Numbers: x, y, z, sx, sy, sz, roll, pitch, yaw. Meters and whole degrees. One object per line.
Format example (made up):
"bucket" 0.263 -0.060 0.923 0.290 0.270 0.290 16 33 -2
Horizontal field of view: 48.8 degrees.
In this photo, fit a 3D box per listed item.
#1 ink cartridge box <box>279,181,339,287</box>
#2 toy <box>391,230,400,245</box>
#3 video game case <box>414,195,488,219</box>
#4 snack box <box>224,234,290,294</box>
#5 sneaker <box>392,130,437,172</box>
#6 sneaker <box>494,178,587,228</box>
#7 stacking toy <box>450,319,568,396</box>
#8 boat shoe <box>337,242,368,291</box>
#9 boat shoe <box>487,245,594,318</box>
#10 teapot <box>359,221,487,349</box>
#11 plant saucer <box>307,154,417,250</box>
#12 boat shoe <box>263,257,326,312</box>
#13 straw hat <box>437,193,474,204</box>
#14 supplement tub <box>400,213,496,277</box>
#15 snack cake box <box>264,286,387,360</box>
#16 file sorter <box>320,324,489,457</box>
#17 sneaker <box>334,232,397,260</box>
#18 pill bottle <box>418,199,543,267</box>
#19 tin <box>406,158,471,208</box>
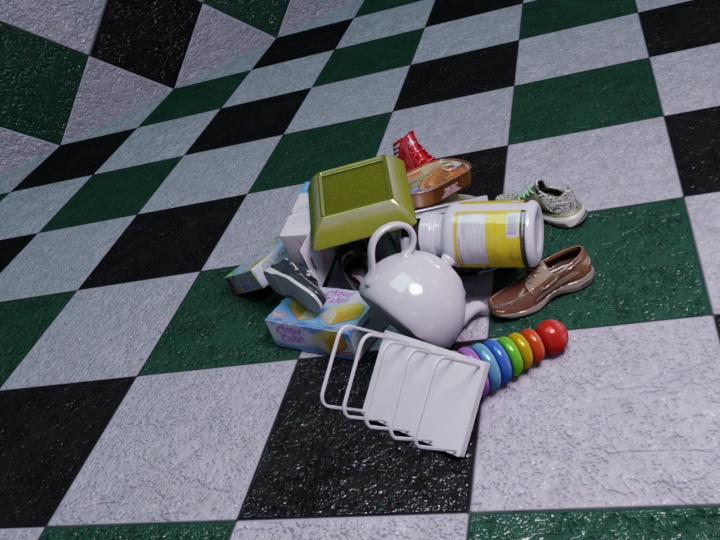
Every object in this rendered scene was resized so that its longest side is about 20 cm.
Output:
"ink cartridge box" -0.094 -0.070 1.569 0.067 0.116 0.201 -1 45 24
"toy" 0.067 -0.135 1.696 0.116 0.047 0.200 -62 35 9
"video game case" 0.133 -0.115 1.541 0.198 0.018 0.143 -12 4 -8
"snack box" -0.178 -0.031 1.688 0.200 0.053 0.142 -41 13 -29
"sneaker" 0.137 -0.255 1.834 0.078 0.116 0.199 -38 35 -27
"sneaker" 0.351 -0.147 1.571 0.199 0.089 0.077 11 43 41
"stacking toy" 0.232 0.128 1.230 0.199 0.086 0.085 -23 31 -13
"boat shoe" 0.000 0.000 1.529 0.067 0.057 0.200 -45 45 9
"boat shoe" 0.305 0.015 1.363 0.199 0.072 0.076 -26 31 -9
"teapot" 0.101 0.032 1.314 0.197 0.200 0.146 37 84 16
"plant saucer" -0.007 -0.141 1.487 0.198 0.048 0.201 -15 43 6
"boat shoe" -0.112 0.019 1.467 0.060 0.076 0.200 -38 35 -19
"straw hat" 0.168 -0.144 1.674 0.199 0.086 0.202 -15 32 10
"supplement tub" 0.183 -0.048 1.483 0.198 0.123 0.123 -10 32 16
"snack cake box" -0.061 0.092 1.461 0.199 0.068 0.115 5 40 36
"file sorter" 0.059 0.170 1.160 0.199 0.124 0.140 14 88 43
"sneaker" -0.012 -0.045 1.646 0.139 0.078 0.200 -28 23 -10
"pill bottle" 0.205 -0.061 1.352 0.198 0.113 0.112 0 36 23
"tin" 0.141 -0.177 1.604 0.199 0.042 0.112 -29 37 -36
